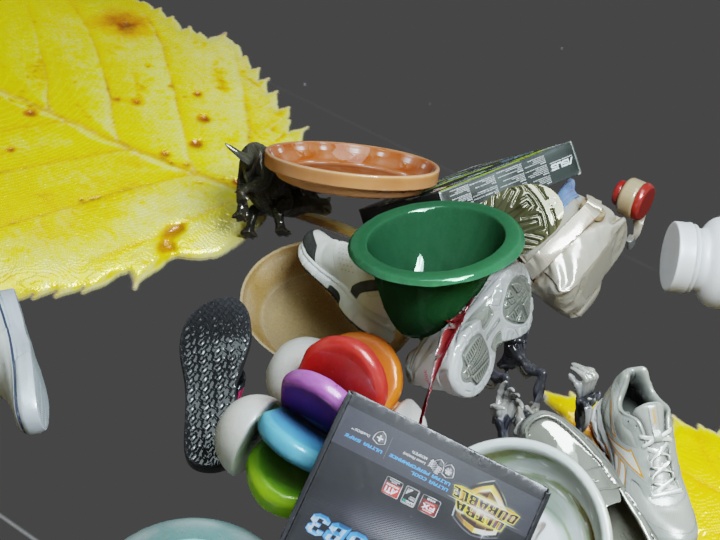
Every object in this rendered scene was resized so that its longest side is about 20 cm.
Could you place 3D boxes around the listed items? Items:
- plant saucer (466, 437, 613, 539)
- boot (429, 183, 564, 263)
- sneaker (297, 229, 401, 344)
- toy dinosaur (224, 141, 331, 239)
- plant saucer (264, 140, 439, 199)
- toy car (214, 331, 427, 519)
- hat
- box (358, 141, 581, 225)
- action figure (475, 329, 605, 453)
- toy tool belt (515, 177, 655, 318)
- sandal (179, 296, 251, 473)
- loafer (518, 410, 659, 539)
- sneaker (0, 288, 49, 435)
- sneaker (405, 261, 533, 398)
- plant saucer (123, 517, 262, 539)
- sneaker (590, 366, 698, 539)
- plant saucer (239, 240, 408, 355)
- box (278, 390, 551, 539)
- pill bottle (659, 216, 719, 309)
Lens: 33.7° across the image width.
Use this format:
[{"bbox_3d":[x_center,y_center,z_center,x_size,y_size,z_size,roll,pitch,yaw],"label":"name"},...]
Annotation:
[{"bbox_3d":[0.137,0.257,1.090,0.198,0.050,0.203,-10,61,19],"label":"plant saucer"},{"bbox_3d":[0.138,-0.034,1.290,0.174,0.200,0.067,-27,86,9],"label":"boot"},{"bbox_3d":[0.000,0.000,1.263,0.073,0.080,0.200,27,11,-38],"label":"sneaker"},{"bbox_3d":[-0.117,-0.103,1.403,0.076,0.200,0.103,-10,56,33],"label":"toy dinosaur"},{"bbox_3d":[-0.010,-0.112,1.336,0.197,0.033,0.200,5,15,-1],"label":"plant saucer"},{"bbox_3d":[-0.031,0.140,1.136,0.174,0.151,0.200,31,51,14],"label":"toy car"},{"bbox_3d":[0.069,0.051,1.158,0.199,0.178,0.165,-26,35,-36],"label":"hat"},{"bbox_3d":[0.126,-0.092,1.402,0.198,0.048,0.192,-22,9,-28],"label":"box"},{"bbox_3d":[0.180,0.142,1.214,0.117,0.103,0.201,-12,44,-21],"label":"action figure"},{"bbox_3d":[0.245,-0.050,1.400,0.122,0.125,0.201,28,66,28],"label":"toy tool belt"},{"bbox_3d":[-0.152,0.120,1.236,0.074,0.045,0.202,1,58,0],"label":"sandal"},{"bbox_3d":[0.222,0.216,1.118,0.070,0.070,0.201,-40,78,0],"label":"loafer"},{"bbox_3d":[-0.364,0.099,1.207,0.070,0.074,0.201,-19,40,-14],"label":"sneaker"},{"bbox_3d":[0.108,0.052,1.230,0.098,0.079,0.200,-1,28,38],"label":"sneaker"},{"bbox_3d":[-0.150,0.294,1.051,0.198,0.039,0.202,5,43,-4],"label":"plant saucer"},{"bbox_3d":[0.287,0.185,1.191,0.075,0.093,0.201,-4,46,-14],"label":"sneaker"},{"bbox_3d":[-0.036,0.047,1.325,0.197,0.036,0.202,4,45,-4],"label":"plant saucer"},{"bbox_3d":[0.035,0.237,1.030,0.198,0.050,0.200,26,82,3],"label":"box"},{"bbox_3d":[0.461,-0.004,1.401,0.197,0.110,0.110,7,43,-1],"label":"pill bottle"}]
